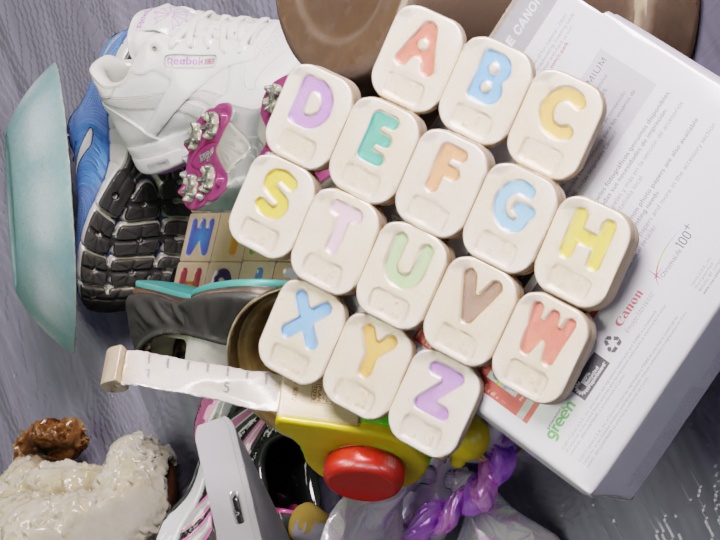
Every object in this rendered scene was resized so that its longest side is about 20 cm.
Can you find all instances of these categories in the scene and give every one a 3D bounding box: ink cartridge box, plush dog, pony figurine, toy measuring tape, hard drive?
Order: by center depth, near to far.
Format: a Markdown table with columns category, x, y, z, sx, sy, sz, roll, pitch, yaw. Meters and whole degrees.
| category | x | y | z | sx | sy | sz | roll | pitch | yaw |
| --- | --- | --- | --- | --- | --- | --- | --- | --- | --- |
| ink cartridge box | 0.112 | -0.018 | 1.079 | 0.175 | 0.084 | 0.200 | 36 | 97 | 22 |
| toy measuring tape | -0.033 | 0.077 | 1.115 | 0.074 | 0.199 | 0.074 | 8 | -90 | -89 |
| pony figurine | 0.032 | 0.131 | 1.210 | 0.200 | 0.166 | 0.194 | 5 | 83 | 62 |
| hard drive | -0.045 | 0.194 | 1.247 | 0.026 | 0.200 | 0.132 | -19 | 46 | 2 |
| plush dog | -0.220 | 0.194 | 1.494 | 0.172 | 0.160 | 0.201 | -155 | 73 | -73 |

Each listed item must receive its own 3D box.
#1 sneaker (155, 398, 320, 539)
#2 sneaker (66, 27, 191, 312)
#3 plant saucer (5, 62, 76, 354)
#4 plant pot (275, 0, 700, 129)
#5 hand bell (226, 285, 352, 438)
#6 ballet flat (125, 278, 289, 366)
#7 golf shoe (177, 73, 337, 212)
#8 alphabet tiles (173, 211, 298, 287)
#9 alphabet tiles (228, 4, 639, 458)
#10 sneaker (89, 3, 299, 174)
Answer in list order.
| category | x | y | z | sx | sy | sz | roll | pitch | yaw |
| --- | --- | --- | --- | --- | --- | --- | --- | --- | --- |
| sneaker | -0.071 | 0.159 | 1.358 | 0.086 | 0.080 | 0.201 | 20 | 104 | 45 |
| sneaker | -0.159 | -0.070 | 1.481 | 0.089 | 0.078 | 0.201 | 22 | 103 | 61 |
| plant saucer | -0.222 | -0.042 | 1.492 | 0.201 | 0.039 | 0.202 | 176 | 90 | -78 |
| plant pot | 0.053 | -0.147 | 1.161 | 0.200 | 0.174 | 0.201 | 0 | 89 | 48 |
| hand bell | 0.000 | 0.000 | 1.229 | 0.104 | 0.200 | 0.104 | 7 | 123 | 11 |
| ballet flat | -0.087 | 0.040 | 1.308 | 0.200 | 0.068 | 0.069 | 178 | 97 | -65 |
| golf shoe | -0.029 | -0.066 | 1.257 | 0.200 | 0.091 | 0.076 | -2 | 75 | 60 |
| alphabet tiles | -0.056 | -0.037 | 1.365 | 0.166 | 0.006 | 0.201 | 1 | 76 | 48 |
| alphabet tiles | 0.031 | -0.019 | 1.052 | 0.200 | 0.015 | 0.196 | 28 | 99 | 23 |
| sneaker | -0.092 | -0.128 | 1.354 | 0.200 | 0.075 | 0.100 | -22 | 110 | 36 |
